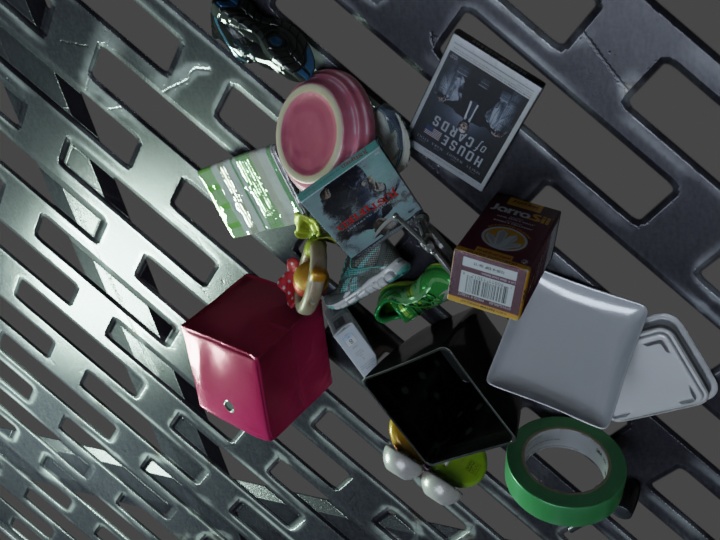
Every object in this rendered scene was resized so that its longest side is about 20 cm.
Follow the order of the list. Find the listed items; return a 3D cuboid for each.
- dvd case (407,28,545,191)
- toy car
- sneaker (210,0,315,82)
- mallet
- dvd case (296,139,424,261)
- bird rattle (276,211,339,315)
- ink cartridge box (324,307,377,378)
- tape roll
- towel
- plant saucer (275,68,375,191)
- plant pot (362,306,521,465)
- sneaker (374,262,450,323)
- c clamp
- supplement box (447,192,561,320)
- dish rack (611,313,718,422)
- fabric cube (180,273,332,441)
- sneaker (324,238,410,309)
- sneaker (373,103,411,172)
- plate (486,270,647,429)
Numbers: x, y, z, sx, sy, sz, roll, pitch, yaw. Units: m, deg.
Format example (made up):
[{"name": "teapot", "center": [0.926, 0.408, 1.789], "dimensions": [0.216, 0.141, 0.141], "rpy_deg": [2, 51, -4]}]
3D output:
[{"name": "dvd case", "center": [0.161, -0.231, 1.260], "dimensions": [0.149, 0.025, 0.201], "rpy_deg": [33, 133, 7]}, {"name": "toy car", "center": [0.143, 0.329, 1.606], "dimensions": [0.199, 0.176, 0.150], "rpy_deg": [31, 168, 7]}, {"name": "sneaker", "center": [-0.153, -0.354, 1.339], "dimensions": [0.200, 0.073, 0.082], "rpy_deg": [41, 145, 10]}, {"name": "mallet", "center": [0.434, 0.448, 1.558], "dimensions": [0.041, 0.066, 0.201], "rpy_deg": [35, 134, 1]}, {"name": "dvd case", "center": [0.005, -0.103, 1.327], "dimensions": [0.145, 0.022, 0.200], "rpy_deg": [-34, 147, 5]}, {"name": "bird rattle", "center": [-0.094, 0.003, 1.483], "dimensions": [0.112, 0.164, 0.201], "rpy_deg": [19, 127, -18]}, {"name": "ink cartridge box", "center": [0.014, 0.159, 1.550], "dimensions": [0.047, 0.160, 0.201], "rpy_deg": [-37, 105, 0]}, {"name": "tape roll", "center": [0.343, 0.333, 1.438], "dimensions": [0.198, 0.201, 0.049], "rpy_deg": [14, 128, 22]}, {"name": "towel", "center": [-0.190, -0.141, 1.540], "dimensions": [0.198, 0.031, 0.150], "rpy_deg": [-10, 114, 38]}, {"name": "plant saucer", "center": [-0.064, -0.211, 1.329], "dimensions": [0.199, 0.050, 0.203], "rpy_deg": [5, 97, 42]}, {"name": "plant pot", "center": [0.162, 0.181, 1.454], "dimensions": [0.199, 0.178, 0.201], "rpy_deg": [-27, 105, 41]}, {"name": "sneaker", "center": [0.099, 0.050, 1.452], "dimensions": [0.074, 0.084, 0.199], "rpy_deg": [45, 140, -17]}, {"name": "c clamp", "center": [0.115, -0.044, 1.323], "dimensions": [0.027, 0.200, 0.171], "rpy_deg": [-41, 98, 11]}, {"name": "supplement box", "center": [0.213, -0.025, 1.253], "dimensions": [0.109, 0.200, 0.087], "rpy_deg": [17, 124, 18]}, {"name": "dish rack", "center": [0.443, 0.167, 1.365], "dimensions": [0.199, 0.044, 0.172], "rpy_deg": [-23, 109, 41]}, {"name": "fabric cube", "center": [-0.192, 0.160, 1.623], "dimensions": [0.195, 0.200, 0.201], "rpy_deg": [19, 131, 31]}, {"name": "sneaker", "center": [0.000, 0.000, 1.506], "dimensions": [0.199, 0.077, 0.092], "rpy_deg": [-32, 87, 39]}, {"name": "sneaker", "center": [0.021, -0.161, 1.337], "dimensions": [0.078, 0.086, 0.202], "rpy_deg": [42, 139, 36]}, {"name": "plate", "center": [0.322, 0.119, 1.340], "dimensions": [0.198, 0.202, 0.032], "rpy_deg": [20, 174, 18]}]
